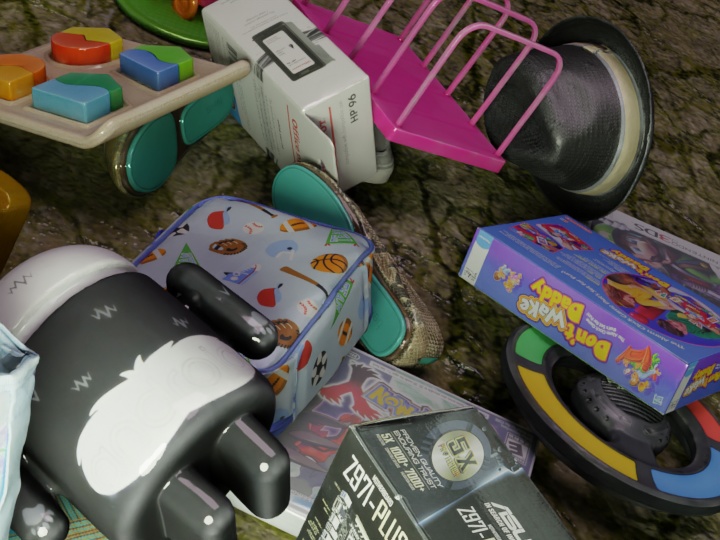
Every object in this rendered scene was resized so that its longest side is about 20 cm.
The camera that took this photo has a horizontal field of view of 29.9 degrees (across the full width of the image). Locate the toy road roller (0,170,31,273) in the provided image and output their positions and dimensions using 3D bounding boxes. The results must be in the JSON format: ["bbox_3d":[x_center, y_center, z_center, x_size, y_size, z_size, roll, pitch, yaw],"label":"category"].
[{"bbox_3d":[-0.305,-0.040,0.850,0.200,0.123,0.146,39,21,21],"label":"toy road roller"}]

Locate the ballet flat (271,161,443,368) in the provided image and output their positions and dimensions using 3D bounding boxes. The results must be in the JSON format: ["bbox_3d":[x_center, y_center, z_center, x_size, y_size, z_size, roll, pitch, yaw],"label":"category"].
[{"bbox_3d":[0.000,0.000,1.035,0.075,0.068,0.200,17,32,-52],"label":"ballet flat"}]

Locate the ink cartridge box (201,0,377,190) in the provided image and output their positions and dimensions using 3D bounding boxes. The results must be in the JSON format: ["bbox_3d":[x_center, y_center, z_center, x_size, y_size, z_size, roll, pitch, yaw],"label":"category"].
[{"bbox_3d":[-0.048,-0.138,1.127,0.068,0.116,0.200,-30,55,-17],"label":"ink cartridge box"}]

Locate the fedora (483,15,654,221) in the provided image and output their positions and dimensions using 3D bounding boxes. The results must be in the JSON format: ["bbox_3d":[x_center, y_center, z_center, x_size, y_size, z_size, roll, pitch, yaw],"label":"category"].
[{"bbox_3d":[0.173,-0.139,1.219,0.092,0.201,0.201,0,40,-28],"label":"fedora"}]

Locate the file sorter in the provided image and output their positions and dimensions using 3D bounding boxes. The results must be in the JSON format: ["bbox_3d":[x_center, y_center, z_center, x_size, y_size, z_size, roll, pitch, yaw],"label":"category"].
[{"bbox_3d":[0.060,-0.205,1.173,0.139,0.125,0.200,12,33,-43],"label":"file sorter"}]

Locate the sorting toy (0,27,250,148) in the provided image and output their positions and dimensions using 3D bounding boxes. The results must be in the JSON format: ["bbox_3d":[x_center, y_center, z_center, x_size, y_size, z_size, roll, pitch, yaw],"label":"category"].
[{"bbox_3d":[-0.215,-0.153,1.055,0.200,0.037,0.185,14,30,29],"label":"sorting toy"}]

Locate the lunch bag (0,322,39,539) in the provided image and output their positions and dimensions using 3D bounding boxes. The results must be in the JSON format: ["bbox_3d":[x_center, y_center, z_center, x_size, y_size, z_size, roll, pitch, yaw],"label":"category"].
[{"bbox_3d":[-0.259,0.077,0.652,0.200,0.170,0.127,17,32,2],"label":"lunch bag"}]

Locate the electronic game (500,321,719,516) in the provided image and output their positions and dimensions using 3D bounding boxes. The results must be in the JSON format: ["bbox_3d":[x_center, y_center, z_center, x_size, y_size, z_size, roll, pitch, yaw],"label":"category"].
[{"bbox_3d":[0.193,0.105,0.994,0.200,0.042,0.200,22,27,-12],"label":"electronic game"}]

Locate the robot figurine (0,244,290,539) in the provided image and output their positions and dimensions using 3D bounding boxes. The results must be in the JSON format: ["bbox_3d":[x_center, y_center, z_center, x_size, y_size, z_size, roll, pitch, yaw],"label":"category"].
[{"bbox_3d":[-0.128,0.074,0.750,0.200,0.125,0.150,39,25,19],"label":"robot figurine"}]

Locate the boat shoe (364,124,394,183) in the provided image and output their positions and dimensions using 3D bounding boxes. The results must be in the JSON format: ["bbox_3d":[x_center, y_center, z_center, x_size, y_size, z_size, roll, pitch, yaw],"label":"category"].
[{"bbox_3d":[-0.009,-0.157,1.233,0.072,0.069,0.200,10,35,-20],"label":"boat shoe"}]

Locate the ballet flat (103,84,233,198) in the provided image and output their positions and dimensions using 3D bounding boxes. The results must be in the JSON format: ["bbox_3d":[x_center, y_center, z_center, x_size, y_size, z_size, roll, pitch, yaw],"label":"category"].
[{"bbox_3d":[-0.169,-0.113,1.088,0.071,0.071,0.200,27,34,5],"label":"ballet flat"}]

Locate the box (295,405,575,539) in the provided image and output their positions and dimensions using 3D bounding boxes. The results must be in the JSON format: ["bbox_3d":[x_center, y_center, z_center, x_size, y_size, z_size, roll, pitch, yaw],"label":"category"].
[{"bbox_3d":[0.047,0.198,0.682,0.086,0.164,0.200,-4,41,-35],"label":"box"}]

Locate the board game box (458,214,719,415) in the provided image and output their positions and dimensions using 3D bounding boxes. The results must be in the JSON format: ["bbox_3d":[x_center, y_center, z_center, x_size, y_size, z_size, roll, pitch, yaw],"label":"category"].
[{"bbox_3d":[0.195,0.027,1.052,0.200,0.045,0.134,36,27,31],"label":"board game box"}]

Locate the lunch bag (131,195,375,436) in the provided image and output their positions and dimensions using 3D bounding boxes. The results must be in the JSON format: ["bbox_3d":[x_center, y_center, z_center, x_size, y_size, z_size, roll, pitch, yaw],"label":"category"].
[{"bbox_3d":[-0.086,0.024,0.906,0.160,0.076,0.200,14,33,18],"label":"lunch bag"}]

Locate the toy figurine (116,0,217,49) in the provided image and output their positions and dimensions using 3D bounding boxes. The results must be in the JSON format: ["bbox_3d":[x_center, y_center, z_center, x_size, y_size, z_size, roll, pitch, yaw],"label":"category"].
[{"bbox_3d":[-0.157,-0.343,1.300,0.150,0.184,0.200,-13,47,-42],"label":"toy figurine"}]

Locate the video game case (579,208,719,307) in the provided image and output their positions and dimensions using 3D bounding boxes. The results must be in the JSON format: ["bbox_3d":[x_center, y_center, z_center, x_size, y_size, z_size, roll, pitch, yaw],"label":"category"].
[{"bbox_3d":[0.274,0.023,1.196,0.182,0.023,0.200,23,33,0],"label":"video game case"}]

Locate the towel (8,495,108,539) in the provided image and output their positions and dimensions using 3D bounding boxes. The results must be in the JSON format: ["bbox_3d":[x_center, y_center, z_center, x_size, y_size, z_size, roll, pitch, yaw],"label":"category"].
[{"bbox_3d":[-0.142,0.165,0.744,0.147,0.022,0.200,-6,44,-37],"label":"towel"}]

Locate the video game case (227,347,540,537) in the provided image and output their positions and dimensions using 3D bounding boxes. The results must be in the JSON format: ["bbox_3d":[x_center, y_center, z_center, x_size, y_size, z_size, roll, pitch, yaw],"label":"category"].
[{"bbox_3d":[0.013,0.124,0.893,0.200,0.023,0.182,25,33,2],"label":"video game case"}]
